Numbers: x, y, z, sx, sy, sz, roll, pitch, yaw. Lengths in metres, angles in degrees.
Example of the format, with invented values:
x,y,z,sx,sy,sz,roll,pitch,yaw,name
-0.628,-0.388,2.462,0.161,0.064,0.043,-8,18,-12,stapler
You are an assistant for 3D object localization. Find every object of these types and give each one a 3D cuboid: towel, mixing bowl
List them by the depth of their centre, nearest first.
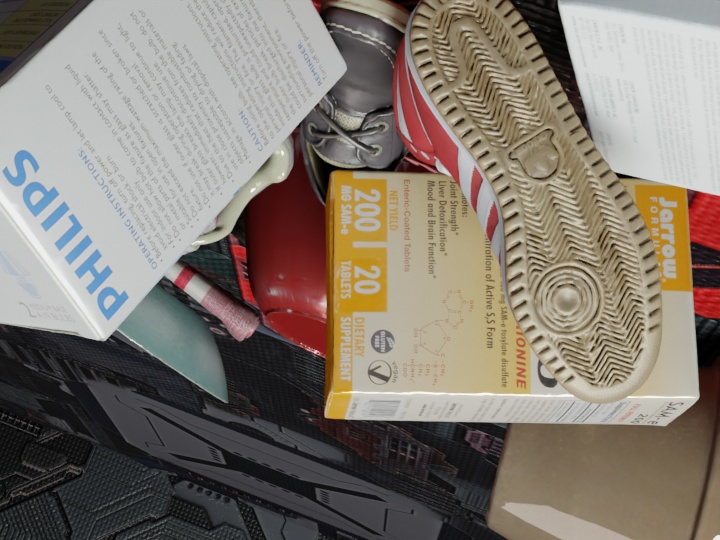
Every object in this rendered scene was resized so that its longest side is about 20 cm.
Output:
x,y,z,sx,sy,sz,roll,pitch,yaw,name
-0.151,-0.018,1.047,0.199,0.023,0.144,35,177,-3,towel
0.000,0.000,1.078,0.198,0.109,0.200,19,163,6,mixing bowl

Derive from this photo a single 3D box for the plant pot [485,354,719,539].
x,y,z,sx,sy,sz,roll,pitch,yaw,name
0.181,0.139,1.096,0.173,0.202,0.200,15,163,6,plant pot

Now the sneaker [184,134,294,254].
x,y,z,sx,sy,sz,roll,pitch,yaw,name
-0.122,-0.046,0.914,0.082,0.199,0.088,54,180,-37,sneaker

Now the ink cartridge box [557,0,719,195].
x,y,z,sx,sy,sz,roll,pitch,yaw,name
0.193,-0.075,0.701,0.198,0.058,0.163,11,161,19,ink cartridge box

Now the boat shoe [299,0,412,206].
x,y,z,sx,sy,sz,roll,pitch,yaw,name
0.000,-0.085,0.878,0.071,0.065,0.200,22,163,4,boat shoe

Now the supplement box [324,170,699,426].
x,y,z,sx,sy,sz,roll,pitch,yaw,name
0.079,0.016,0.887,0.198,0.127,0.074,1,163,-4,supplement box

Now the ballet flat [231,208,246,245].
x,y,z,sx,sy,sz,roll,pitch,yaw,name
-0.091,-0.054,1.149,0.200,0.046,0.067,45,-176,-42,ballet flat

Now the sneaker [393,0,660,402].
x,y,z,sx,sy,sz,roll,pitch,yaw,name
0.076,-0.037,0.761,0.112,0.071,0.202,-151,37,-83,sneaker

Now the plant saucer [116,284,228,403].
x,y,z,sx,sy,sz,roll,pitch,yaw,name
-0.158,0.015,1.069,0.200,0.039,0.201,36,176,3,plant saucer

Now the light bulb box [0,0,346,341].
x,y,z,sx,sy,sz,roll,pitch,yaw,name
-0.151,-0.083,0.791,0.197,0.200,0.125,4,136,46,light bulb box
